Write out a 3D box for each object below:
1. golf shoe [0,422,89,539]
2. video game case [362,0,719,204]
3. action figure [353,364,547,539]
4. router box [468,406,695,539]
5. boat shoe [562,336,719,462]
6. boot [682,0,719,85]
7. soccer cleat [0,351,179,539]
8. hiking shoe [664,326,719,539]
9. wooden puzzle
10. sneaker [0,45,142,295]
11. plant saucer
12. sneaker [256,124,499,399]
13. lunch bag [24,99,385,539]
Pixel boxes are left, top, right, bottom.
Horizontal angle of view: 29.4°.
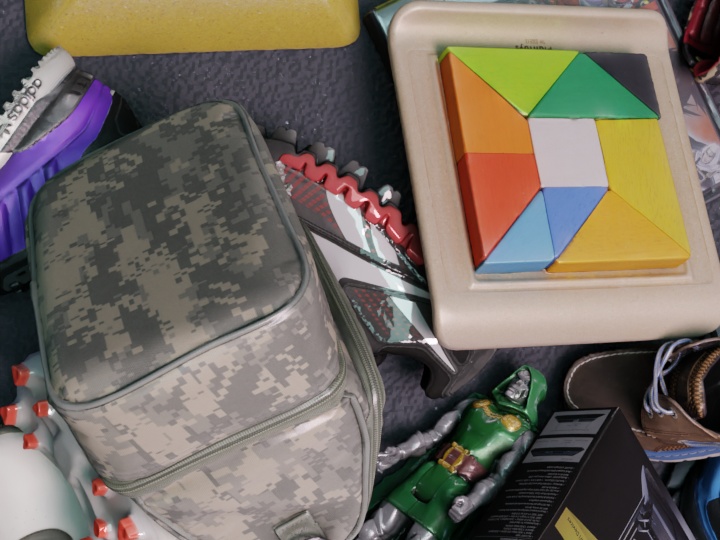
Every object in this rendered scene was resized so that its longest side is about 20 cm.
[{"bbox_3d":[-0.160,0.177,0.750,0.077,0.088,0.202,-22,92,-10],"label":"golf shoe"},{"bbox_3d":[0.123,-0.106,0.848,0.180,0.025,0.201,-27,94,-12],"label":"video game case"},{"bbox_3d":[0.043,0.132,0.797,0.200,0.118,0.055,-47,140,-18],"label":"action figure"},{"bbox_3d":[0.138,0.204,0.774,0.157,0.052,0.201,-49,116,-37],"label":"router box"},{"bbox_3d":[0.199,0.068,0.782,0.072,0.199,0.073,37,61,-48],"label":"boat shoe"},{"bbox_3d":[0.270,-0.101,0.843,0.149,0.073,0.202,19,79,-20],"label":"boot"},{"bbox_3d":[-0.119,0.113,0.722,0.077,0.070,0.200,-5,45,-41],"label":"soccer cleat"},{"bbox_3d":[0.250,0.085,0.837,0.074,0.087,0.202,16,86,-18],"label":"hiking shoe"},{"bbox_3d":[0.116,-0.060,0.784,0.183,0.037,0.202,-2,74,-20],"label":"wooden puzzle"},{"bbox_3d":[-0.186,-0.017,0.757,0.099,0.070,0.201,35,82,-12],"label":"sneaker"},{"bbox_3d":[-0.098,-0.230,0.792,0.198,0.048,0.202,-4,89,-12],"label":"plant saucer"},{"bbox_3d":[0.000,0.000,0.796,0.200,0.071,0.098,37,90,-3],"label":"sneaker"},{"bbox_3d":[-0.072,0.037,0.692,0.138,0.201,0.168,-24,130,-2],"label":"lunch bag"}]
